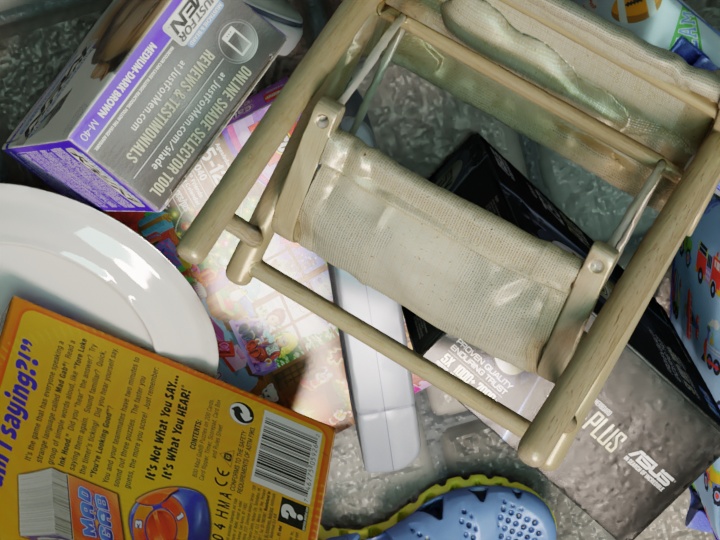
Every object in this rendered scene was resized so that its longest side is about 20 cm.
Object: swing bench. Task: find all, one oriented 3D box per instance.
[{"bbox_3d":[0.054,-0.040,1.078,0.198,0.130,0.201,31,89,9],"label":"swing bench"}]

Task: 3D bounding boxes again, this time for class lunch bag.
[{"bbox_3d":[0.174,-0.092,1.185,0.199,0.160,0.076,32,98,-21],"label":"lunch bag"},{"bbox_3d":[0.219,0.061,1.308,0.093,0.151,0.201,10,108,-10],"label":"lunch bag"}]

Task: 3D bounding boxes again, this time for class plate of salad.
[{"bbox_3d":[-0.171,0.019,1.276,0.199,0.048,0.201,12,138,11],"label":"plate of salad"}]

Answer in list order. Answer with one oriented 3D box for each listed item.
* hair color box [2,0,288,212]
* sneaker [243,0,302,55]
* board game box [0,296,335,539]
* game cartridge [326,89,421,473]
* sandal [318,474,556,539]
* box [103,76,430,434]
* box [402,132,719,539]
[{"bbox_3d":[-0.117,-0.090,1.175,0.065,0.200,0.110,39,80,-17],"label":"hair color box"},{"bbox_3d":[-0.104,-0.192,1.221,0.199,0.073,0.071,34,101,-18],"label":"sneaker"},{"bbox_3d":[-0.154,0.179,1.245,0.199,0.201,0.200,23,135,-14],"label":"board game box"},{"bbox_3d":[0.000,0.000,1.229,0.041,0.133,0.201,-8,110,2],"label":"game cartridge"},{"bbox_3d":[0.025,0.183,1.366,0.199,0.087,0.080,-17,109,-2],"label":"sandal"},{"bbox_3d":[-0.056,0.007,1.316,0.136,0.039,0.201,-28,110,3],"label":"box"},{"bbox_3d":[0.104,0.033,1.258,0.164,0.200,0.086,41,102,-17],"label":"box"}]
